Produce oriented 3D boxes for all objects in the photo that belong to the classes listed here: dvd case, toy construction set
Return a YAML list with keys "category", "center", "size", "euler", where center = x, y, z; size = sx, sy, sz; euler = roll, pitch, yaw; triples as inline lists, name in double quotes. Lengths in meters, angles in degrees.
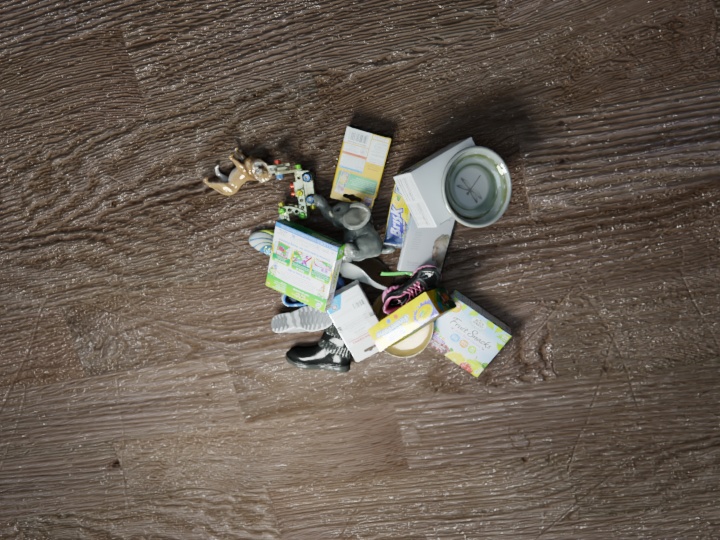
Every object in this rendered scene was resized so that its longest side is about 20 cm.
- category: "dvd case"
  center: [0.187, -0.087, 1.713]
  size: [0.142, 0.018, 0.201]
  euler: [3, 110, -25]
- category: "toy construction set"
  center: [-0.190, -0.220, 1.731]
  size: [0.131, 0.092, 0.201]
  euler: [-5, 117, 10]

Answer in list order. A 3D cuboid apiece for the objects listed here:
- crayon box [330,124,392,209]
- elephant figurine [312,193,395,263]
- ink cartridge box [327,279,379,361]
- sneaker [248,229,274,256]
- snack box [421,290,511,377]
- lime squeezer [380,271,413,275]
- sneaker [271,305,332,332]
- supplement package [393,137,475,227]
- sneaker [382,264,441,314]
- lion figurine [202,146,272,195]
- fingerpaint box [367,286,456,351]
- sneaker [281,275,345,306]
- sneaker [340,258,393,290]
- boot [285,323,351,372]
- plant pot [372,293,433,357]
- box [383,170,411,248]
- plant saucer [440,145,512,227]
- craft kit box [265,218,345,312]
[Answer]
- category: "crayon box"
  center: [0.001, -0.283, 1.697]
  size: [0.125, 0.052, 0.201]
  euler: [17, 108, 3]
- category: "elephant figurine"
  center: [-0.021, -0.129, 1.684]
  size: [0.141, 0.155, 0.201]
  euler: [-19, 80, 54]
- category: "ink cartridge box"
  center: [-0.011, 0.143, 1.757]
  size: [0.116, 0.067, 0.201]
  euler: [-27, 102, 2]
- category: "sneaker"
  center: [-0.232, -0.062, 1.773]
  size: [0.199, 0.105, 0.076]
  euler: [13, 110, 4]
- category: "snack box"
  center: [0.305, 0.182, 1.789]
  size: [0.200, 0.068, 0.169]
  euler: [34, 111, -4]
- category: "lime squeezer"
  center: [0.160, 0.033, 1.772]
  size: [0.200, 0.038, 0.071]
  euler: [30, 92, -14]
- category: "sneaker"
  center: [-0.163, 0.145, 1.833]
  size: [0.199, 0.082, 0.075]
  euler: [-6, 82, 26]
- category: "supplement package"
  center: [0.218, -0.226, 1.607]
  size: [0.200, 0.111, 0.156]
  euler: [-32, 103, -16]
- category: "sneaker"
  center: [0.138, 0.061, 1.703]
  size: [0.200, 0.095, 0.079]
  euler: [-36, 99, 26]
- category: "lion figurine"
  center: [-0.348, -0.266, 1.753]
  size: [0.200, 0.073, 0.123]
  euler: [-31, 114, 31]
- category: "fingerpaint box"
  center: [0.141, 0.128, 1.675]
  size: [0.200, 0.167, 0.074]
  euler: [-36, 79, 23]
- category: "sneaker"
  center: [-0.140, 0.066, 1.812]
  size: [0.199, 0.082, 0.074]
  euler: [-15, 103, 11]
- category: "sneaker"
  center: [0.000, 0.000, 1.790]
  size: [0.200, 0.073, 0.085]
  euler: [32, 145, -11]
- category: "boot"
  center: [-0.118, 0.213, 1.857]
  size: [0.210, 0.079, 0.158]
  euler: [6, 111, 1]
- category: "plant pot"
  center: [0.120, 0.150, 1.793]
  size: [0.199, 0.027, 0.201]
  euler: [3, 96, 25]
- category: "box"
  center: [0.111, -0.167, 1.706]
  size: [0.064, 0.070, 0.201]
  euler: [11, 109, 1]
- category: "plant saucer"
  center: [0.282, -0.208, 1.545]
  size: [0.199, 0.050, 0.201]
  euler: [-2, 95, -20]
- category: "craft kit box"
  center: [-0.152, -0.014, 1.674]
  size: [0.199, 0.048, 0.198]
  euler: [24, 114, 19]
